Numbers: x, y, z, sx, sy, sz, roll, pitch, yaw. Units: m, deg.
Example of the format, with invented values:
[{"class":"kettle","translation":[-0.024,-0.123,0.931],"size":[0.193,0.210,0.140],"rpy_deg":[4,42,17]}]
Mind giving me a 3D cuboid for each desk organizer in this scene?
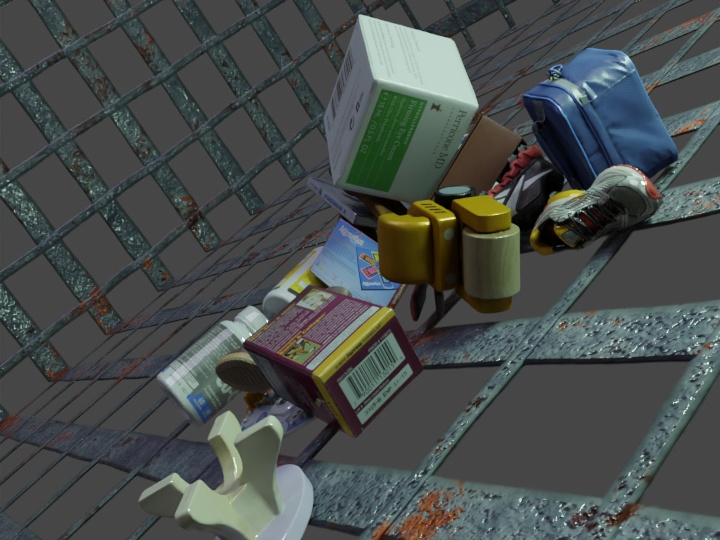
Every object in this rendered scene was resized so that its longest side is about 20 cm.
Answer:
[{"class":"desk organizer","translation":[0.168,-0.124,1.275],"size":[0.202,0.077,0.072],"rpy_deg":[-58,-25,5]}]

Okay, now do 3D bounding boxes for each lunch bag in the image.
[{"class":"lunch bag","translation":[0.304,-0.188,1.120],"size":[0.132,0.201,0.136],"rpy_deg":[-37,19,-1]}]

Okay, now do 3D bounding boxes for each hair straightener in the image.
[{"class":"hair straightener","translation":[0.121,0.019,1.212],"size":[0.075,0.042,0.200],"rpy_deg":[-4,17,13]}]

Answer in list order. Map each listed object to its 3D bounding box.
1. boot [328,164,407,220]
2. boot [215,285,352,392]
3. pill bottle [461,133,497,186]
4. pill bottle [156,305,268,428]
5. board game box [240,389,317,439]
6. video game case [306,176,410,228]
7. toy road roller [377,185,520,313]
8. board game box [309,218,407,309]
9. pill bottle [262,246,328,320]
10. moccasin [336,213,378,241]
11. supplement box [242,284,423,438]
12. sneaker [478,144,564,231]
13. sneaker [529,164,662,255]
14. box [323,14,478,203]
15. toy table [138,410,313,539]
[{"class":"boot","translation":[0.065,-0.109,1.388],"size":[0.069,0.200,0.187],"rpy_deg":[-52,-29,20]},{"class":"boot","translation":[-0.115,0.102,1.296],"size":[0.197,0.073,0.167],"rpy_deg":[-14,29,30]},{"class":"pill bottle","translation":[0.184,-0.146,1.428],"size":[0.118,0.121,0.201],"rpy_deg":[-27,16,27]},{"class":"pill bottle","translation":[-0.233,0.158,1.426],"size":[0.199,0.115,0.113],"rpy_deg":[-41,15,-20]},{"class":"board game box","translation":[-0.105,0.183,1.226],"size":[0.198,0.026,0.200],"rpy_deg":[-32,14,14]},{"class":"video game case","translation":[0.028,-0.112,1.488],"size":[0.182,0.197,0.022],"rpy_deg":[41,119,50]},{"class":"toy road roller","translation":[0.105,-0.026,1.080],"size":[0.143,0.125,0.200],"rpy_deg":[-10,20,-15]},{"class":"board game box","translation":[0.000,0.000,1.335],"size":[0.199,0.019,0.104],"rpy_deg":[37,98,47]},{"class":"pill bottle","translation":[-0.071,0.029,1.473],"size":[0.110,0.112,0.200],"rpy_deg":[-18,22,49]},{"class":"moccasin","translation":[0.004,-0.043,1.432],"size":[0.203,0.072,0.079],"rpy_deg":[-100,24,-47]},{"class":"supplement box","translation":[-0.038,0.109,1.078],"size":[0.131,0.104,0.199],"rpy_deg":[-41,29,-22]},{"class":"sneaker","translation":[0.218,-0.084,1.206],"size":[0.201,0.097,0.071],"rpy_deg":[-49,-24,-11]},{"class":"sneaker","translation":[0.285,-0.062,1.037],"size":[0.082,0.078,0.199],"rpy_deg":[-47,9,-29]},{"class":"box","translation":[0.054,-0.246,1.316],"size":[0.202,0.168,0.201],"rpy_deg":[-101,27,-46]},{"class":"toy table","translation":[-0.135,0.244,0.913],"size":[0.182,0.118,0.200],"rpy_deg":[-34,15,4]}]
